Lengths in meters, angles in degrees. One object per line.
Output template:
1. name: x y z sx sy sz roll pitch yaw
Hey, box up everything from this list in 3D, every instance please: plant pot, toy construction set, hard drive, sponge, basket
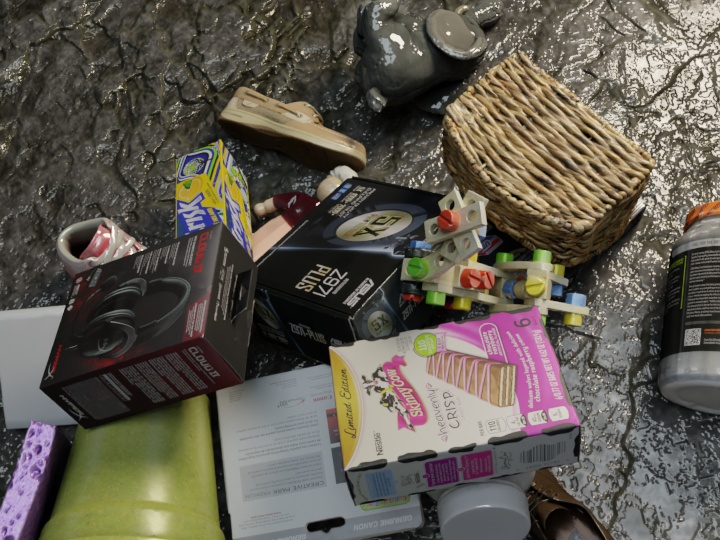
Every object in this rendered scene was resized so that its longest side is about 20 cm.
1. plant pot: -0.222 0.214 0.896 0.198 0.201 0.186 -6 56 4
2. toy construction set: 0.115 0.003 0.836 0.130 0.199 0.093 4 69 44
3. hard drive: -0.304 0.104 0.997 0.198 0.027 0.133 -5 93 4
4. sponge: -0.321 0.218 0.888 0.030 0.200 0.113 15 71 -7
5. basket: 0.178 -0.094 0.929 0.143 0.149 0.200 -41 71 -14

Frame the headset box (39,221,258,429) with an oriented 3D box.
1. headset box: -0.189 0.050 0.854 0.198 0.077 0.150 -18 43 19

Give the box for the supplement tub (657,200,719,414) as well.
1. supplement tub: 0.377 0.038 0.918 0.121 0.123 0.202 9 70 10

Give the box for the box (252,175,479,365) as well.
1. box: 0.000 0.000 0.935 0.163 0.087 0.200 17 49 39

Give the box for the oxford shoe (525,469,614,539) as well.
1. oxford shoe: 0.176 0.228 0.886 0.199 0.084 0.073 34 80 24

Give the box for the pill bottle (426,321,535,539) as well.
1. pill bottle: 0.107 0.158 0.858 0.111 0.113 0.201 -5 45 4

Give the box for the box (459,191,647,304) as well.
1. box: 0.198 -0.056 1.019 0.200 0.044 0.160 -40 69 -10

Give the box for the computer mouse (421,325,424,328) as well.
1. computer mouse: 0.036 0.102 0.986 0.058 0.034 0.202 7 76 14

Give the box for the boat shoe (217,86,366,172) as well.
1. boat shoe: -0.077 -0.176 1.084 0.198 0.071 0.065 21 73 15

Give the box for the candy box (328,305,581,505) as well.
1. candy box: 0.078 0.116 0.784 0.198 0.061 0.137 -12 45 1

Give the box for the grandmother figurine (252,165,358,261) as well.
1. grandmother figurine: -0.077 -0.046 1.041 0.200 0.061 0.121 -42 78 -7

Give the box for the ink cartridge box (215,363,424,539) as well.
1. ink cartridge box: -0.036 0.192 0.913 0.198 0.084 0.177 -12 70 10

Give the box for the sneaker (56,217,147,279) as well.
1. sneaker: -0.258 0.002 1.016 0.199 0.105 0.076 18 66 13

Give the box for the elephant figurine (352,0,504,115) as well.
1. elephant figurine: 0.096 -0.265 1.077 0.198 0.141 0.157 0 97 -10

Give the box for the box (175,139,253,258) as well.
1. box: -0.165 -0.054 1.004 0.064 0.070 0.201 -23 44 10
